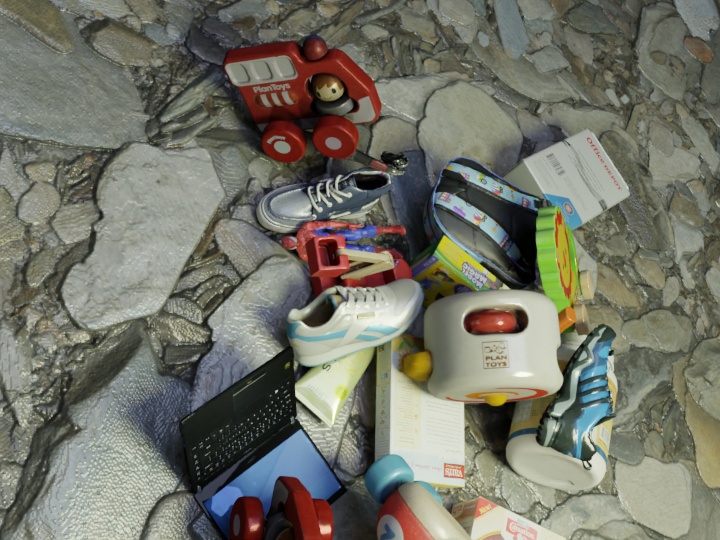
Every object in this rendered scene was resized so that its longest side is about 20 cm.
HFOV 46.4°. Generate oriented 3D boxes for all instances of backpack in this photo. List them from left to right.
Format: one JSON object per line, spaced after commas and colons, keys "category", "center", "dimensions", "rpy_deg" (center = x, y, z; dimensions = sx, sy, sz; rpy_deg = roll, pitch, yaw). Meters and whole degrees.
{"category": "backpack", "center": [0.180, -0.069, 1.317], "dimensions": [0.199, 0.134, 0.183], "rpy_deg": [31, 57, -15]}

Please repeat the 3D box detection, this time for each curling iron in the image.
{"category": "curling iron", "center": [-0.013, -0.177, 1.260], "dimensions": [0.199, 0.026, 0.049], "rpy_deg": [20, 27, 28]}

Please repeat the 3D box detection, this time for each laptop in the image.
{"category": "laptop", "center": [-0.113, 0.230, 1.032], "dimensions": [0.103, 0.201, 0.177], "rpy_deg": [29, 45, 33]}

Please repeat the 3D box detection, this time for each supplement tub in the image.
{"category": "supplement tub", "center": [0.304, 0.209, 1.256], "dimensions": [0.144, 0.145, 0.201], "rpy_deg": [30, 57, -15]}

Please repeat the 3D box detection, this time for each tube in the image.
{"category": "tube", "center": [-0.014, 0.121, 1.176], "dimensions": [0.058, 0.052, 0.200], "rpy_deg": [19, 52, 30]}

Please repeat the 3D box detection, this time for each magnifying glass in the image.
{"category": "magnifying glass", "center": [0.243, 0.114, 1.231], "dimensions": [0.022, 0.200, 0.080], "rpy_deg": [20, 48, -24]}

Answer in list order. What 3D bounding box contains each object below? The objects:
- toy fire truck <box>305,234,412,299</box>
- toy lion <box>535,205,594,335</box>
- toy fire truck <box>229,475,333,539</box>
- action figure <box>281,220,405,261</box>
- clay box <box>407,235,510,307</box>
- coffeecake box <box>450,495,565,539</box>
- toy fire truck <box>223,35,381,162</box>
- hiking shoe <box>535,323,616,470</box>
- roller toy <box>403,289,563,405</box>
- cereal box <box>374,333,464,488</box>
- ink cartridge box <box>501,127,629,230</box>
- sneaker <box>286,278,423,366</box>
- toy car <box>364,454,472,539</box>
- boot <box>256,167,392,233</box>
{"category": "toy fire truck", "center": [0.000, 0.000, 1.180], "dimensions": [0.199, 0.141, 0.049], "rpy_deg": [0, 68, -30]}
{"category": "toy lion", "center": [0.299, -0.010, 1.262], "dimensions": [0.200, 0.068, 0.193], "rpy_deg": [-52, 130, -60]}
{"category": "toy fire truck", "center": [-0.081, 0.346, 0.940], "dimensions": [0.111, 0.168, 0.201], "rpy_deg": [10, 96, -26]}
{"category": "action figure", "center": [-0.024, -0.041, 1.235], "dimensions": [0.199, 0.052, 0.066], "rpy_deg": [-1, 109, -29]}
{"category": "clay box", "center": [0.164, 0.044, 1.270], "dimensions": [0.200, 0.115, 0.048], "rpy_deg": [39, 55, -8]}
{"category": "coffeecake box", "center": [0.182, 0.432, 1.129], "dimensions": [0.153, 0.073, 0.201], "rpy_deg": [28, 57, -15]}
{"category": "toy fire truck", "center": [-0.080, -0.255, 1.200], "dimensions": [0.168, 0.199, 0.113], "rpy_deg": [63, 32, -48]}
{"category": "hiking shoe", "center": [0.316, 0.170, 1.159], "dimensions": [0.086, 0.074, 0.201], "rpy_deg": [28, 71, 11]}
{"category": "roller toy", "center": [0.176, 0.111, 1.131], "dimensions": [0.199, 0.182, 0.141], "rpy_deg": [12, 69, -37]}
{"category": "cereal box", "center": [0.085, 0.197, 1.175], "dimensions": [0.143, 0.039, 0.201], "rpy_deg": [18, 65, -36]}
{"category": "ink cartridge box", "center": [0.361, -0.147, 1.488], "dimensions": [0.199, 0.084, 0.146], "rpy_deg": [-27, 83, -35]}
{"category": "sneaker", "center": [-0.005, 0.058, 1.141], "dimensions": [0.199, 0.081, 0.077], "rpy_deg": [-25, 41, -12]}
{"category": "toy car", "center": [0.042, 0.371, 1.026], "dimensions": [0.200, 0.184, 0.177], "rpy_deg": [-42, 135, -3]}
{"category": "boot", "center": [-0.052, -0.112, 1.232], "dimensions": [0.199, 0.090, 0.073], "rpy_deg": [-15, 76, -34]}
